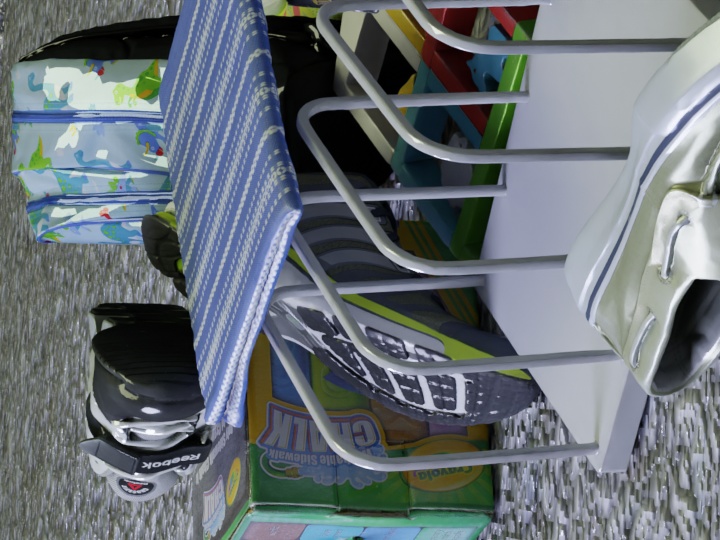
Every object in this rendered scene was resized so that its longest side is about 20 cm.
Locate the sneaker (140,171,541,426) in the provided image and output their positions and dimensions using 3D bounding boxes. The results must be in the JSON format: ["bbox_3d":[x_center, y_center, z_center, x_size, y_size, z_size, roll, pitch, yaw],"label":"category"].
[{"bbox_3d":[0.000,0.000,1.243,0.081,0.200,0.074,-54,-20,-22],"label":"sneaker"}]

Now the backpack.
[{"bbox_3d":[-0.089,-0.073,1.423,0.163,0.200,0.154,-23,-55,-62],"label":"backpack"}]

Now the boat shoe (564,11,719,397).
[{"bbox_3d":[0.128,-0.026,0.950,0.062,0.072,0.200,59,156,21],"label":"boat shoe"}]

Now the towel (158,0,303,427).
[{"bbox_3d":[-0.054,-0.052,1.169,0.145,0.024,0.200,109,157,-46],"label":"towel"}]

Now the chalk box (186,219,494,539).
[{"bbox_3d":[-0.011,0.087,1.330,0.124,0.123,0.201,124,145,-62],"label":"chalk box"}]

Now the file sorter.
[{"bbox_3d":[0.047,-0.038,1.084,0.139,0.124,0.200,-123,38,-50],"label":"file sorter"}]

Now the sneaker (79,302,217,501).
[{"bbox_3d":[-0.092,0.067,1.274,0.200,0.074,0.089,-149,63,-83],"label":"sneaker"}]

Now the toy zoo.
[{"bbox_3d":[0.038,-0.094,1.255,0.200,0.020,0.131,56,144,38],"label":"toy zoo"}]

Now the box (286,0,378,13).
[{"bbox_3d":[-0.013,-0.227,1.137,0.200,0.050,0.199,53,-139,-78],"label":"box"}]

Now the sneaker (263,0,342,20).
[{"bbox_3d":[-0.011,-0.131,1.507,0.091,0.078,0.200,67,159,-2],"label":"sneaker"}]

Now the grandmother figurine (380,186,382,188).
[{"bbox_3d":[-0.044,-0.049,1.559,0.061,0.121,0.200,-48,27,-7],"label":"grandmother figurine"}]
